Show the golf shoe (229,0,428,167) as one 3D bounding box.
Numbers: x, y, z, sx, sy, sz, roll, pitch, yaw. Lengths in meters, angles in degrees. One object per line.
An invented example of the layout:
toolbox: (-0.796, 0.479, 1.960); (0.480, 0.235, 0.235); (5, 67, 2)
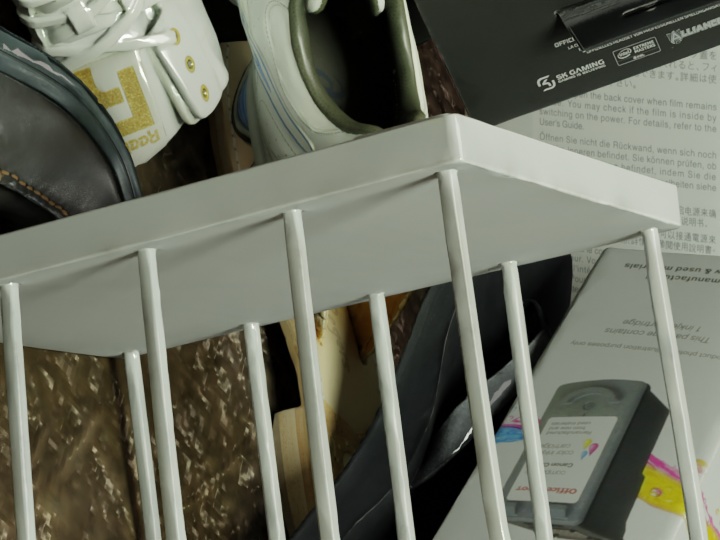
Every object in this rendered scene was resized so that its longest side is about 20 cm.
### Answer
golf shoe: (-0.016, -0.110, 0.908); (0.078, 0.097, 0.201); (-16, 81, -22)

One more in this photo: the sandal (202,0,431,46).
sandal: (-0.011, -0.118, 1.000); (0.200, 0.045, 0.075); (-14, 78, -52)

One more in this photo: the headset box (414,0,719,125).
headset box: (0.092, -0.141, 0.962); (0.200, 0.148, 0.075); (-91, 157, -55)

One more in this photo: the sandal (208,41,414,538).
sandal: (0.003, 0.001, 0.973); (0.078, 0.069, 0.213); (16, 61, -58)

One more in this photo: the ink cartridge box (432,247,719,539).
ink cartridge box: (0.096, 0.111, 0.927); (0.200, 0.085, 0.148); (-58, 141, -40)

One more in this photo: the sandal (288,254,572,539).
sandal: (0.033, 0.066, 0.940); (0.200, 0.043, 0.076); (-59, 143, -33)

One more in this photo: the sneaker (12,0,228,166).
sneaker: (-0.081, -0.088, 0.830); (0.200, 0.073, 0.116); (-28, 101, -80)

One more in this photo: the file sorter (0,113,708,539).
file sorter: (-0.021, 0.047, 0.770); (0.139, 0.199, 0.125); (13, 68, -59)

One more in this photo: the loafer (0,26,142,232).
loafer: (-0.129, -0.046, 0.776); (0.072, 0.073, 0.200); (-59, 140, -16)

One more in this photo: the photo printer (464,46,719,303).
photo printer: (0.117, -0.035, 1.041); (0.069, 0.166, 0.201); (-21, 113, -53)
